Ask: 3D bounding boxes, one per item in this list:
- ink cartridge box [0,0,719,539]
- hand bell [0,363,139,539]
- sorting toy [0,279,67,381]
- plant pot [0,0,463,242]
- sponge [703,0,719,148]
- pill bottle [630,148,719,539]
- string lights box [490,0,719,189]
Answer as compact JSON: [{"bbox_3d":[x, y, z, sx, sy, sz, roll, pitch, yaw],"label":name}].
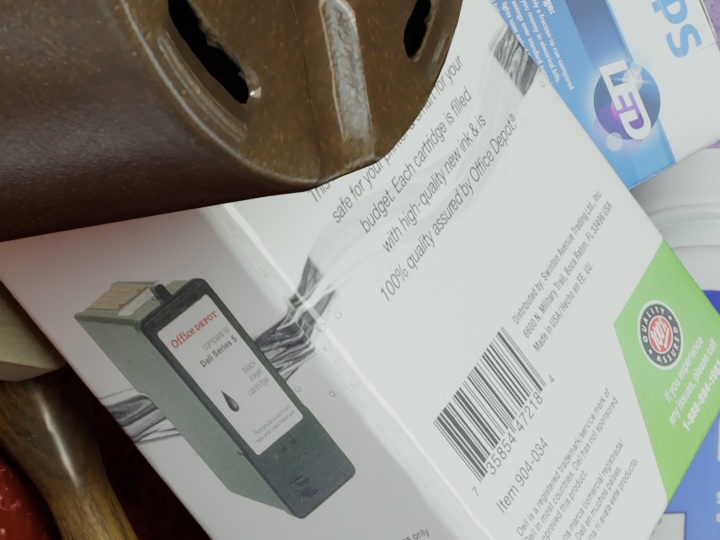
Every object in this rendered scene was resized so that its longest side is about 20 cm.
[{"bbox_3d":[0.000,0.000,0.780,0.200,0.084,0.146,52,41,-13],"label":"ink cartridge box"},{"bbox_3d":[-0.072,0.080,0.810,0.104,0.104,0.200,-10,69,-50],"label":"hand bell"},{"bbox_3d":[-0.178,-0.074,0.752,0.200,0.069,0.199,14,65,-45],"label":"sorting toy"},{"bbox_3d":[-0.095,-0.088,0.608,0.200,0.198,0.201,9,79,-57],"label":"plant pot"},{"bbox_3d":[0.156,-0.121,1.072,0.111,0.200,0.030,30,19,-38],"label":"sponge"},{"bbox_3d":[0.123,0.061,1.004,0.112,0.112,0.201,30,53,-37],"label":"pill bottle"},{"bbox_3d":[0.015,-0.048,0.894,0.200,0.059,0.103,-28,101,-20],"label":"string lights box"}]
